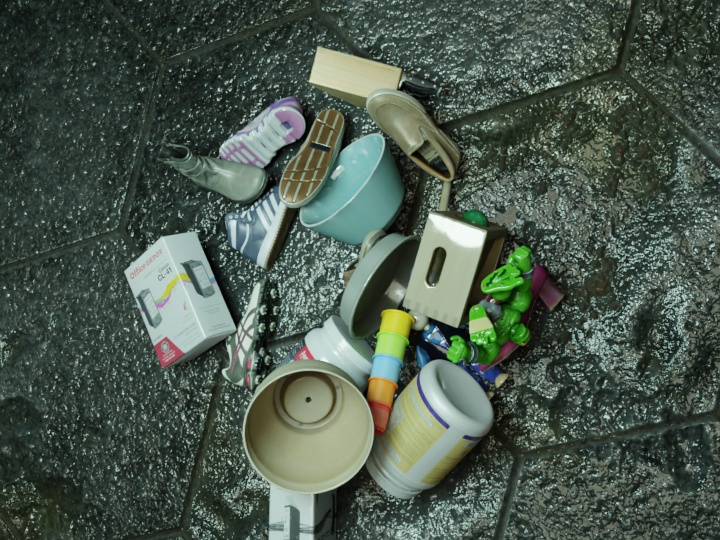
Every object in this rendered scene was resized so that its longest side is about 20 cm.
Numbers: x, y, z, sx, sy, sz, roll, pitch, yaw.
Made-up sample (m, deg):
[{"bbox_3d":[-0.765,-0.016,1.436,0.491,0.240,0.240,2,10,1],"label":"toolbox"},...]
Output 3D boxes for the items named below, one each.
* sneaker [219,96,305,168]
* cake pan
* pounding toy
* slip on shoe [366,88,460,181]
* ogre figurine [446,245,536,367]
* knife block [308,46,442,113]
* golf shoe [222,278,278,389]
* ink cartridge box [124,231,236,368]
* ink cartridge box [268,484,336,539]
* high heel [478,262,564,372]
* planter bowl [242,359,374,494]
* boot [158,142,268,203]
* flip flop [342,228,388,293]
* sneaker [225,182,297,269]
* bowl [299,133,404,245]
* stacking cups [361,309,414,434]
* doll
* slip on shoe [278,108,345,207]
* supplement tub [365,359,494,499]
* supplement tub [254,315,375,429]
[{"bbox_3d":[-0.175,-0.254,1.503,0.198,0.089,0.080,-27,124,30],"label":"sneaker"},{"bbox_3d":[0.034,0.022,1.365,0.036,0.200,0.202,33,95,22],"label":"cake pan"},{"bbox_3d":[0.152,-0.036,1.353,0.140,0.184,0.204,20,101,20],"label":"pounding toy"},{"bbox_3d":[0.090,-0.224,1.374,0.199,0.061,0.076,40,129,-24],"label":"slip on shoe"},{"bbox_3d":[0.215,0.069,1.275,0.096,0.120,0.203,9,71,28],"label":"ogre figurine"},{"bbox_3d":[0.035,-0.319,1.400,0.174,0.198,0.065,14,90,45],"label":"knife block"},{"bbox_3d":[-0.204,0.112,1.487,0.086,0.077,0.204,9,89,22],"label":"golf shoe"},{"bbox_3d":[-0.332,0.054,1.495,0.147,0.085,0.203,-33,79,36],"label":"ink cartridge box"},{"bbox_3d":[-0.097,0.411,1.403,0.082,0.144,0.205,1,87,14],"label":"ink cartridge box"},{"bbox_3d":[0.243,0.073,1.359,0.096,0.067,0.200,45,74,4],"label":"high heel"},{"bbox_3d":[-0.081,0.224,1.277,0.196,0.135,0.205,-1,105,-4],"label":"planter bowl"},{"bbox_3d":[-0.268,-0.179,1.458,0.198,0.130,0.069,11,79,40],"label":"boot"},{"bbox_3d":[0.000,0.000,1.396,0.057,0.202,0.081,32,51,17],"label":"flip flop"},{"bbox_3d":[-0.176,-0.116,1.494,0.107,0.070,0.203,25,96,13],"label":"sneaker"},{"bbox_3d":[-0.001,-0.123,1.402,0.201,0.201,0.105,-43,116,9],"label":"bowl"},{"bbox_3d":[0.043,0.169,1.342,0.059,0.061,0.203,6,65,15],"label":"stacking cups"},{"bbox_3d":[0.160,0.135,1.399,0.199,0.048,0.137,40,94,11],"label":"doll"},{"bbox_3d":[-0.083,-0.190,1.441,0.075,0.061,0.203,19,68,6],"label":"slip on shoe"},{"bbox_3d":[0.108,0.263,1.339,0.145,0.145,0.201,45,117,13],"label":"supplement tub"},{"bbox_3d":[-0.074,0.192,1.412,0.200,0.140,0.140,-46,77,8],"label":"supplement tub"}]
